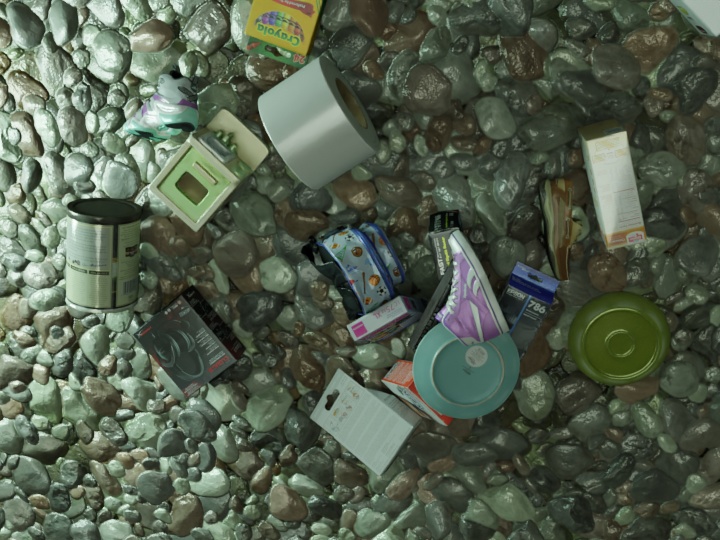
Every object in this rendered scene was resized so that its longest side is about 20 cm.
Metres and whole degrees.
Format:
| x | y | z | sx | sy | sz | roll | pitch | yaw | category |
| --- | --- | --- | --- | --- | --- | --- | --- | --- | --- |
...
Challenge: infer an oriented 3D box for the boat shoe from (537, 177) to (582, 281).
| x | y | z | sx | sy | sz | roll | pitch | yaw | category |
| --- | --- | --- | --- | --- | --- | --- | --- | --- | --- |
| 0.385 | -0.079 | 1.604 | 0.073 | 0.076 | 0.201 | -9 | 107 | 8 | boat shoe |

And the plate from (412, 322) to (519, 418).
| x | y | z | sx | sy | sz | roll | pitch | yaw | category |
| --- | --- | --- | --- | --- | --- | --- | --- | --- | --- |
| 0.195 | 0.181 | 1.547 | 0.199 | 0.026 | 0.201 | 0 | 103 | -2 | plate |

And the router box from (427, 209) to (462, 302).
| x | y | z | sx | sy | sz | roll | pitch | yaw | category |
| --- | --- | --- | --- | --- | --- | --- | --- | --- | --- |
| 0.179 | -0.003 | 1.616 | 0.062 | 0.150 | 0.201 | -12 | 106 | 10 | router box |

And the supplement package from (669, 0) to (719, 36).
| x | y | z | sx | sy | sz | roll | pitch | yaw | category |
| --- | --- | --- | --- | --- | --- | --- | --- | --- | --- |
| 0.578 | -0.520 | 1.416 | 0.200 | 0.111 | 0.156 | 44 | 108 | -6 | supplement package |

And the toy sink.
| x | y | z | sx | sy | sz | roll | pitch | yaw | category |
| --- | --- | --- | --- | --- | --- | --- | --- | --- | --- |
| -0.292 | -0.197 | 1.642 | 0.130 | 0.112 | 0.200 | 43 | 108 | -7 | toy sink |

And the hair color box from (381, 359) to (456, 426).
| x | y | z | sx | sy | sz | roll | pitch | yaw | category |
| --- | --- | --- | --- | --- | --- | --- | --- | --- | --- |
| 0.121 | 0.239 | 1.674 | 0.111 | 0.200 | 0.064 | 43 | 80 | -6 | hair color box |

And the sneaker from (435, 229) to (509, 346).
| x | y | z | sx | sy | sz | roll | pitch | yaw | category |
| --- | --- | --- | --- | --- | --- | --- | --- | --- | --- |
| 0.173 | 0.037 | 1.489 | 0.114 | 0.073 | 0.201 | -22 | 90 | 8 | sneaker |

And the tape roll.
| x | y | z | sx | sy | sz | roll | pitch | yaw | category |
| --- | --- | --- | --- | --- | --- | --- | --- | --- | --- |
| -0.073 | -0.268 | 1.541 | 0.139 | 0.203 | 0.203 | -29 | 101 | 16 | tape roll |

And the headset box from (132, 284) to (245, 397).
| x | y | z | sx | sy | sz | roll | pitch | yaw | category |
| --- | --- | --- | --- | --- | --- | --- | --- | --- | --- |
| -0.353 | 0.157 | 1.782 | 0.149 | 0.077 | 0.200 | -36 | 98 | 17 | headset box |

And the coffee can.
| x | y | z | sx | sy | sz | roll | pitch | yaw | category |
| --- | --- | --- | --- | --- | --- | --- | --- | --- | --- |
| -0.520 | -0.032 | 1.708 | 0.146 | 0.146 | 0.201 | 9 | 109 | 5 | coffee can |

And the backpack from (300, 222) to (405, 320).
| x | y | z | sx | sy | sz | roll | pitch | yaw | category |
| --- | --- | --- | --- | --- | --- | --- | --- | --- | --- |
| 0.000 | 0.000 | 1.623 | 0.154 | 0.191 | 0.200 | -34 | 100 | 0 | backpack |

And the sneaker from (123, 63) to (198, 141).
| x | y | z | sx | sy | sz | roll | pitch | yaw | category |
| --- | --- | --- | --- | --- | --- | --- | --- | --- | --- |
| -0.377 | -0.331 | 1.635 | 0.199 | 0.078 | 0.141 | -1 | 77 | 36 | sneaker |

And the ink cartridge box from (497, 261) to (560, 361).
| x | y | z | sx | sy | sz | roll | pitch | yaw | category |
| --- | --- | --- | --- | --- | --- | --- | --- | --- | --- |
| 0.311 | 0.091 | 1.687 | 0.099 | 0.039 | 0.201 | 24 | 109 | 1 | ink cartridge box |

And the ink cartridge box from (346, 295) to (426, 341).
| x | y | z | sx | sy | sz | roll | pitch | yaw | category |
| --- | --- | --- | --- | --- | --- | --- | --- | --- | --- |
| 0.062 | 0.095 | 1.640 | 0.119 | 0.200 | 0.042 | -30 | 79 | 15 | ink cartridge box |

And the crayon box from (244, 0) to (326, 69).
| x | y | z | sx | sy | sz | roll | pitch | yaw | category |
| --- | --- | --- | --- | --- | --- | --- | --- | --- | --- |
| -0.133 | -0.483 | 1.561 | 0.126 | 0.051 | 0.201 | 19 | 110 | 1 | crayon box |

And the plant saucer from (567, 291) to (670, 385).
| x | y | z | sx | sy | sz | roll | pitch | yaw | category |
| --- | --- | --- | --- | --- | --- | --- | --- | --- | --- |
| 0.515 | 0.142 | 1.678 | 0.199 | 0.031 | 0.201 | 2 | 108 | 7 | plant saucer |

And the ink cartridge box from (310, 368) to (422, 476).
| x | y | z | sx | sy | sz | roll | pitch | yaw | category |
| --- | --- | --- | --- | --- | --- | --- | --- | --- | --- |
| 0.010 | 0.314 | 1.791 | 0.200 | 0.057 | 0.163 | 39 | 122 | 16 | ink cartridge box |

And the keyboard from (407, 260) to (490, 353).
| x | y | z | sx | sy | sz | roll | pitch | yaw | category |
| --- | --- | --- | --- | --- | --- | --- | --- | --- | --- |
| 0.181 | 0.089 | 1.554 | 0.127 | 0.021 | 0.201 | 25 | 108 | -3 | keyboard |

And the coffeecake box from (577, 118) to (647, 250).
| x | y | z | sx | sy | sz | roll | pitch | yaw | category |
| --- | --- | --- | --- | --- | --- | --- | --- | --- | --- |
| 0.453 | -0.158 | 1.526 | 0.073 | 0.154 | 0.201 | -12 | 106 | 12 | coffeecake box |
